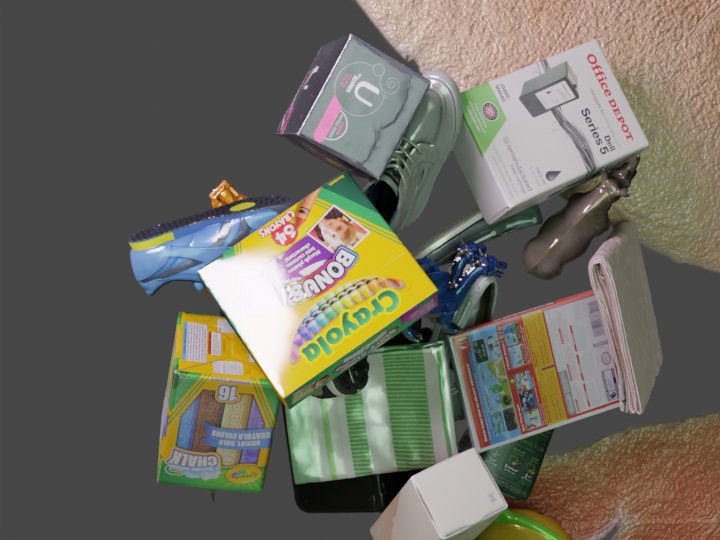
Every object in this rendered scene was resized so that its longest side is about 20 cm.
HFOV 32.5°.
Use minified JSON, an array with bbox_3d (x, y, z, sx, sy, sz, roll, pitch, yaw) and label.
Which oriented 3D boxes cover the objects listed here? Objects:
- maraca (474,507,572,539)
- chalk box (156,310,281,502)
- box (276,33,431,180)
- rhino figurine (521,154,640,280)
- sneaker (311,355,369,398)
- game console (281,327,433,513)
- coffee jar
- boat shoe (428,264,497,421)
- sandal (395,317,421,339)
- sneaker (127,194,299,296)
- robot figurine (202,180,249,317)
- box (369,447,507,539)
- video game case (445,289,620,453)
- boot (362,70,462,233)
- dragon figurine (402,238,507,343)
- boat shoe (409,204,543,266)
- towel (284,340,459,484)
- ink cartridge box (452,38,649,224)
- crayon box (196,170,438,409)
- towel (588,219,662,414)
[{"bbox_3d":[0.188,0.339,1.512,0.200,0.137,0.107,40,44,-5],"label":"maraca"},{"bbox_3d":[-0.164,0.168,1.407,0.123,0.125,0.202,8,118,-12],"label":"chalk box"},{"bbox_3d":[-0.013,-0.179,1.374,0.105,0.200,0.123,28,90,-12],"label":"box"},{"bbox_3d":[0.265,-0.062,1.461,0.060,0.087,0.200,47,119,12],"label":"rhino figurine"},{"bbox_3d":[-0.041,0.048,1.399,0.074,0.079,0.202,15,64,-38],"label":"sneaker"},{"bbox_3d":[0.006,0.182,1.510,0.174,0.116,0.202,-5,97,20],"label":"game console"},{"bbox_3d":[0.196,0.170,1.508,0.104,0.085,0.201,27,90,-14],"label":"coffee jar"},{"bbox_3d":[0.124,0.093,1.478,0.074,0.065,0.204,-5,111,-35],"label":"boat shoe"},{"bbox_3d":[-0.001,0.000,1.455,0.075,0.048,0.201,-32,91,38],"label":"sandal"},{"bbox_3d":[-0.157,-0.028,1.378,0.198,0.066,0.079,-18,105,-6],"label":"sneaker"},{"bbox_3d":[-0.124,0.001,1.445,0.145,0.058,0.200,-45,101,-2],"label":"robot figurine"},{"bbox_3d":[0.086,0.288,1.431,0.094,0.200,0.078,-20,69,-25],"label":"box"},{"bbox_3d":[0.209,0.117,1.453,0.198,0.017,0.144,-16,98,-12],"label":"video game case"},{"bbox_3d":[0.054,-0.121,1.394,0.073,0.096,0.201,25,125,15],"label":"boot"},{"bbox_3d":[0.068,0.022,1.386,0.198,0.059,0.100,-7,113,-23],"label":"dragon figurine"},{"bbox_3d":[0.133,-0.034,1.484,0.199,0.073,0.062,-34,97,-11],"label":"boat shoe"},{"bbox_3d":[0.009,0.164,1.432,0.198,0.023,0.154,-8,98,7],"label":"towel"},{"bbox_3d":[0.213,-0.163,1.447,0.199,0.084,0.147,-24,84,-17],"label":"ink cartridge box"},{"bbox_3d":[-0.045,0.019,1.322,0.199,0.058,0.173,-34,69,-8],"label":"crayon box"},{"bbox_3d":[0.318,0.051,1.475,0.032,0.200,0.193,-10,101,22],"label":"towel"}]
